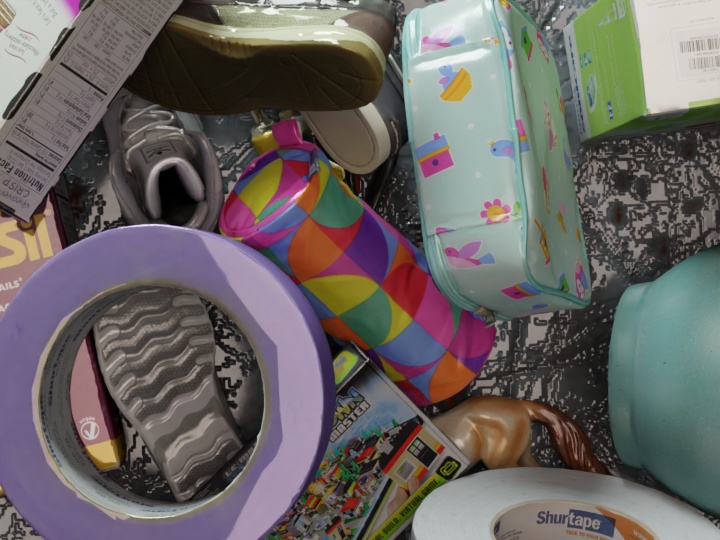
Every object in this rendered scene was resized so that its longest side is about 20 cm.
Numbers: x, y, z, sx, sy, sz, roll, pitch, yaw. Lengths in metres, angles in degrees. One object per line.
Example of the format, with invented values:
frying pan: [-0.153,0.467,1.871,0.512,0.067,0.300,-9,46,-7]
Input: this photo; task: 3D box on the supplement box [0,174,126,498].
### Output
supplement box: [-0.232,0.041,1.268,0.130,0.103,0.201,-14,89,-4]

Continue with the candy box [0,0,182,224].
candy box: [-0.190,-0.145,1.190,0.200,0.136,0.061,-54,134,2]

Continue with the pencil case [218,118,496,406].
pencil case: [0.000,0.000,1.265,0.088,0.088,0.200,-47,120,-5]

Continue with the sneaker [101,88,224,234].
sneaker: [-0.131,-0.095,1.274,0.075,0.115,0.201,-17,90,-5]

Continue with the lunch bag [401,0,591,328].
lunch bag: [0.087,-0.064,1.264,0.077,0.160,0.202,-10,79,18]

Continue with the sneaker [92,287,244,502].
sneaker: [-0.125,0.076,1.270,0.074,0.082,0.201,-21,106,-14]

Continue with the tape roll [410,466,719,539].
tape roll: [0.126,0.190,1.208,0.199,0.200,0.067,3,110,-5]

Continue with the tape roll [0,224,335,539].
tape roll: [-0.115,0.074,1.169,0.198,0.085,0.202,0,89,4]

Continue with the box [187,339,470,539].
box: [-0.039,0.152,1.251,0.200,0.035,0.110,-45,118,0]

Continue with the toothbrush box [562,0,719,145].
toothbrush box: [0.220,-0.138,1.263,0.145,0.200,0.087,-9,90,-5]

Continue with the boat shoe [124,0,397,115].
boat shoe: [-0.068,-0.138,1.205,0.200,0.072,0.066,6,47,28]

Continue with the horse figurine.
horse figurine: [0.066,0.134,1.320,0.199,0.050,0.133,-16,96,-3]

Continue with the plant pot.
plant pot: [0.235,0.069,1.279,0.133,0.200,0.202,2,88,23]

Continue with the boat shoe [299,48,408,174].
boat shoe: [-0.028,-0.159,1.255,0.063,0.073,0.201,-34,96,-38]

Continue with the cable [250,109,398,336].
cable: [-0.014,-0.029,1.332,0.097,0.050,0.201,-15,102,-22]
